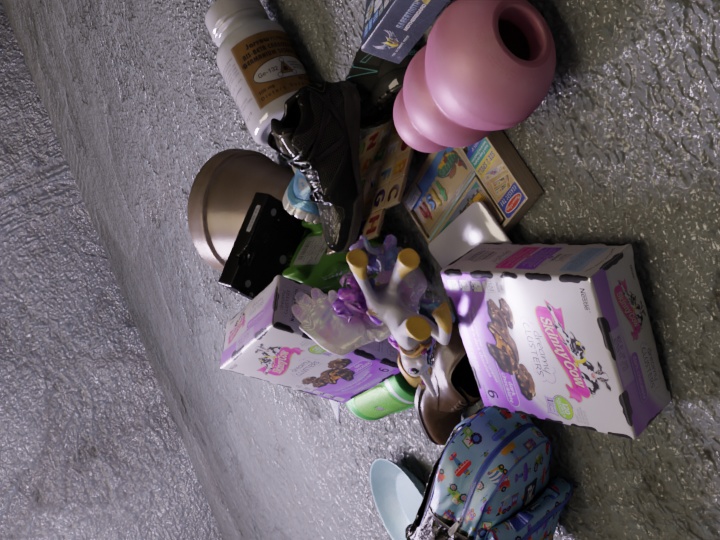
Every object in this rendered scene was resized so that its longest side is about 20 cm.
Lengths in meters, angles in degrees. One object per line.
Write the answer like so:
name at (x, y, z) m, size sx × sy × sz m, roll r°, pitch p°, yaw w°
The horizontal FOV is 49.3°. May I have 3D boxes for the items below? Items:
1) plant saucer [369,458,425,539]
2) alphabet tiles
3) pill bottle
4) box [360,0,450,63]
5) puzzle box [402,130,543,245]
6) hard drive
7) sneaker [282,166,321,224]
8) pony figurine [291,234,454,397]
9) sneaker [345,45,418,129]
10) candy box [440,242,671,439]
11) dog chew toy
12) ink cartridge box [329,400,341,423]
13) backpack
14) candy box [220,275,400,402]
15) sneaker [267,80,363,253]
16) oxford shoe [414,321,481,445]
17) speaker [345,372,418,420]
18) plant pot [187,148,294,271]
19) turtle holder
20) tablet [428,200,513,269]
plant saucer at (0.086, 0.397, 1.292) m, size 0.201 × 0.038 × 0.204 m, roll 40°, pitch 141°, yaw 43°
alphabet tiles at (0.009, -0.108, 0.986) m, size 0.199 × 0.006 × 0.170 m, roll -18°, pitch 52°, yaw 60°
pill bottle at (-0.146, -0.297, 1.140) m, size 0.203 × 0.113 × 0.114 m, roll 63°, pitch 152°, yaw 11°
box at (0.064, -0.317, 0.735) m, size 0.200 × 0.050 × 0.161 m, roll 146°, pitch 135°, yaw -62°
puzzle box at (0.121, -0.084, 0.902) m, size 0.134 × 0.025 × 0.201 m, roll 59°, pitch 151°, yaw 17°
hard drive at (-0.103, -0.007, 1.140) m, size 0.037 × 0.199 × 0.142 m, roll 12°, pitch 77°, yaw 44°
sneaker at (-0.050, -0.155, 1.060) m, size 0.202 × 0.077 × 0.091 m, roll -90°, pitch 25°, yaw -46°
pony figurine at (0.029, 0.043, 0.887) m, size 0.193 × 0.165 × 0.201 m, roll 47°, pitch 163°, yaw 22°
sneaker at (0.016, -0.228, 0.961) m, size 0.199 × 0.074 × 0.081 m, roll -18°, pitch 80°, yaw 56°
candy box at (0.192, 0.063, 0.790) m, size 0.198 × 0.071 × 0.171 m, roll 2°, pitch 117°, yaw 54°
dog chew toy at (0.098, -0.180, 0.764) m, size 0.199 × 0.123 × 0.127 m, roll -30°, pitch 83°, yaw 60°
ink cartridge box at (-0.048, 0.110, 1.288) m, size 0.201 × 0.040 × 0.202 m, roll -118°, pitch 25°, yaw -43°
backpack at (0.161, 0.256, 0.921) m, size 0.134 × 0.181 × 0.203 m, roll 33°, pitch 126°, yaw 35°
candy box at (-0.063, 0.099, 1.047) m, size 0.167 × 0.197 × 0.073 m, roll -37°, pitch 40°, yaw 49°
sneaker at (-0.055, -0.118, 0.924) m, size 0.076 × 0.112 × 0.204 m, roll 17°, pitch 113°, yaw 54°
oxford shoe at (0.120, 0.163, 1.029) m, size 0.084 × 0.072 × 0.203 m, roll 36°, pitch 139°, yaw 42°
speaker at (0.042, 0.169, 1.160) m, size 0.090 × 0.087 × 0.200 m, roll 64°, pitch 152°, yaw 8°
plant pot at (-0.144, -0.086, 1.237) m, size 0.171 × 0.199 × 0.204 m, roll 10°, pitch 120°, yaw 40°
turtle holder at (-0.003, -0.006, 1.088) m, size 0.132 × 0.183 × 0.143 m, roll 50°, pitch -155°, yaw -37°
tablet at (0.160, 0.029, 0.889) m, size 0.202 × 0.014 × 0.130 m, roll 55°, pitch 150°, yaw 6°
